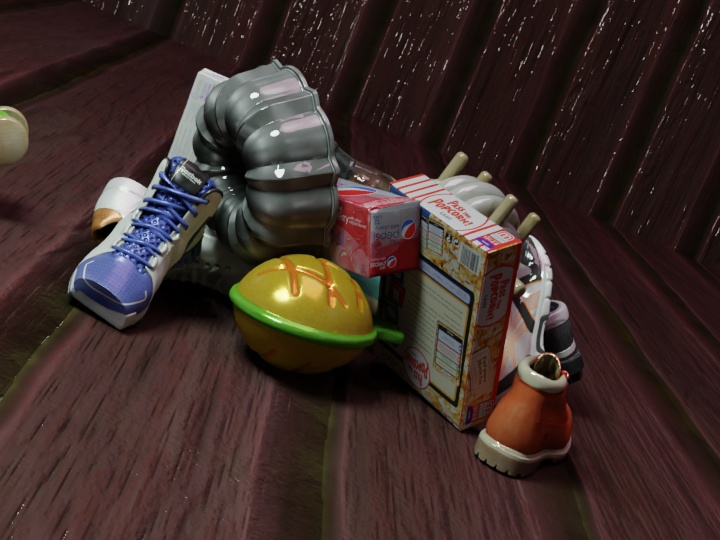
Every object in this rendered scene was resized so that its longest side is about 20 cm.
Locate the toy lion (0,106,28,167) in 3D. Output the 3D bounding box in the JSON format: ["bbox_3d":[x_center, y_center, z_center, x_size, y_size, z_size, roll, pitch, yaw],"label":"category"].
[{"bbox_3d":[-0.445,-0.159,1.246,0.202,0.190,0.069,62,-4,-24],"label":"toy lion"}]

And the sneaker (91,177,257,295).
[{"bbox_3d":[-0.188,-0.009,1.325,0.198,0.073,0.085,29,46,-12],"label":"sneaker"}]

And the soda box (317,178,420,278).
[{"bbox_3d":[-0.024,-0.050,1.283,0.063,0.071,0.199,-9,18,-34],"label":"soda box"}]

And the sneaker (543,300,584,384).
[{"bbox_3d":[0.206,0.088,1.536,0.072,0.113,0.200,-20,11,-5],"label":"sneaker"}]

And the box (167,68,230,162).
[{"bbox_3d":[-0.190,-0.120,1.416,0.041,0.202,0.039,22,15,1],"label":"box"}]

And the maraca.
[{"bbox_3d":[-0.040,0.042,1.232,0.136,0.108,0.199,31,14,33],"label":"maraca"}]

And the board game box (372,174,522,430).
[{"bbox_3d":[0.079,0.030,1.267,0.046,0.203,0.151,-16,38,-33],"label":"board game box"}]

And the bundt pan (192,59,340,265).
[{"bbox_3d":[-0.103,-0.099,1.255,0.075,0.205,0.201,-11,30,-32],"label":"bundt pan"}]

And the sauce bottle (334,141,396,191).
[{"bbox_3d":[0.025,-0.076,1.481,0.200,0.066,0.066,41,6,-19],"label":"sauce bottle"}]

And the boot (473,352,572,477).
[{"bbox_3d":[0.180,0.130,1.273,0.074,0.109,0.200,25,11,17],"label":"boot"}]

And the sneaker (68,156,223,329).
[{"bbox_3d":[-0.190,-0.043,1.192,0.080,0.116,0.200,31,32,3],"label":"sneaker"}]

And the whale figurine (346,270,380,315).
[{"bbox_3d":[0.000,0.000,1.417,0.158,0.105,0.199,33,0,39],"label":"whale figurine"}]

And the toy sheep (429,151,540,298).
[{"bbox_3d":[0.113,-0.036,1.378,0.137,0.139,0.200,13,23,-39],"label":"toy sheep"}]

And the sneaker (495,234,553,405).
[{"bbox_3d":[0.160,0.051,1.403,0.079,0.203,0.074,9,-20,-16],"label":"sneaker"}]
